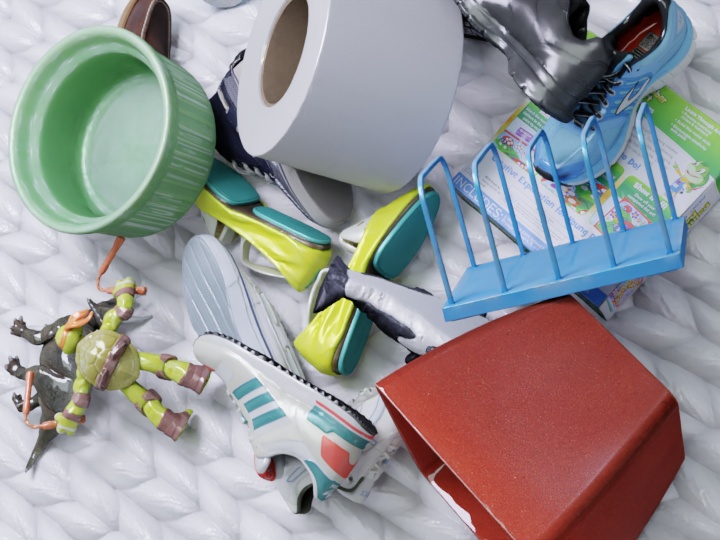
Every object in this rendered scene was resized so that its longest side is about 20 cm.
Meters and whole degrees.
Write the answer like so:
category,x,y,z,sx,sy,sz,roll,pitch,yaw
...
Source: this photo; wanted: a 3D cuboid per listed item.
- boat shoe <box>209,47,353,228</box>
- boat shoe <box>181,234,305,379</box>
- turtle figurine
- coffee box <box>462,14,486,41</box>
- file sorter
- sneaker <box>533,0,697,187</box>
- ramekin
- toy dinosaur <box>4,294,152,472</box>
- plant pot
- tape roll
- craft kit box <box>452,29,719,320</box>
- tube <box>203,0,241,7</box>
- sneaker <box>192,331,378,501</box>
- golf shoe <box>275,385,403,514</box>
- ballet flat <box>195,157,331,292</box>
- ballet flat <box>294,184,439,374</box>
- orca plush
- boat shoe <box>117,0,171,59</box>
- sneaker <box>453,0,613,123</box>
category,x,y,z,sx,sy,sz,roll,pitch,yaw
boat shoe,-0.084,-0.113,1.574,0.093,0.074,0.201,-40,70,40
boat shoe,-0.109,0.057,1.510,0.073,0.066,0.201,-40,63,40
turtle figurine,-0.222,0.081,1.502,0.160,0.064,0.201,26,83,-1
coffee box,0.048,-0.302,1.564,0.199,0.114,0.080,17,73,25
file sorter,0.161,-0.052,1.330,0.198,0.139,0.124,-13,101,16
sneaker,0.215,-0.167,1.408,0.078,0.090,0.201,34,84,29
ramekin,-0.236,-0.127,1.543,0.199,0.097,0.202,-6,78,30
toy dinosaur,-0.294,0.099,1.558,0.102,0.077,0.201,9,70,32
plant pot,0.156,0.142,1.304,0.176,0.200,0.200,-39,60,-7
tape roll,-0.012,-0.184,1.463,0.203,0.138,0.204,-43,39,49
craft kit box,0.216,-0.090,1.451,0.198,0.049,0.200,-48,60,1
tube,-0.145,-0.379,1.713,0.077,0.050,0.202,-7,62,15
sneaker,-0.084,0.128,1.392,0.199,0.070,0.094,28,86,27
golf shoe,0.010,0.157,1.421,0.199,0.078,0.098,-23,68,22
ballet flat,-0.112,-0.044,1.556,0.199,0.067,0.067,34,113,28
ballet flat,0.000,0.000,1.478,0.067,0.067,0.201,24,82,27
orca plush,0.050,0.067,1.420,0.198,0.071,0.106,17,35,-13
boat shoe,-0.222,-0.190,1.651,0.070,0.070,0.202,4,79,30
sneaker,0.152,-0.221,1.400,0.091,0.076,0.201,-44,60,16
